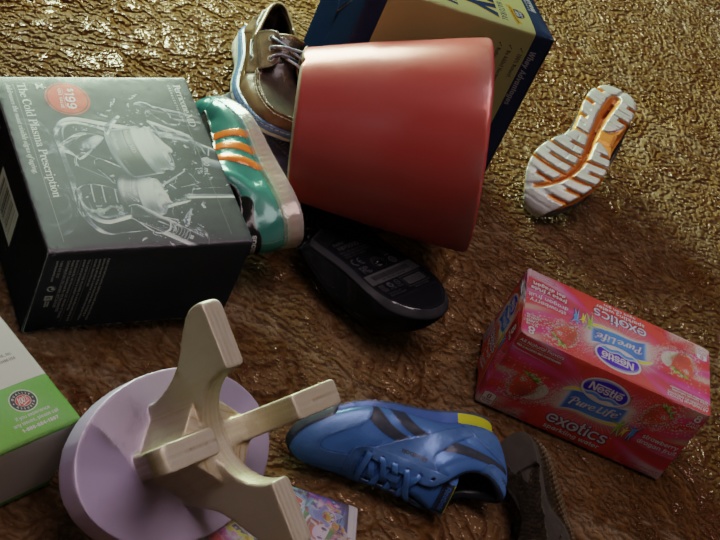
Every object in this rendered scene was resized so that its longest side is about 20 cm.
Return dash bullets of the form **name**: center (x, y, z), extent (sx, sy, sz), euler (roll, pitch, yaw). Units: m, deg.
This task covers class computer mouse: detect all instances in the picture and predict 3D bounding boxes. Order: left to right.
- **computer mouse**: center (0.000, 0.000, 1.452), extent (0.138, 0.053, 0.200), euler (-16, 46, -44)

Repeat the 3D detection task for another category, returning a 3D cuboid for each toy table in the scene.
- **toy table**: center (-0.110, 0.123, 1.122), extent (0.200, 0.117, 0.185), euler (-36, 100, -50)

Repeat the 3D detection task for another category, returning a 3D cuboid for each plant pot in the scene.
- **plant pot**: center (0.025, -0.127, 1.446), extent (0.176, 0.202, 0.201), euler (7, 41, 0)

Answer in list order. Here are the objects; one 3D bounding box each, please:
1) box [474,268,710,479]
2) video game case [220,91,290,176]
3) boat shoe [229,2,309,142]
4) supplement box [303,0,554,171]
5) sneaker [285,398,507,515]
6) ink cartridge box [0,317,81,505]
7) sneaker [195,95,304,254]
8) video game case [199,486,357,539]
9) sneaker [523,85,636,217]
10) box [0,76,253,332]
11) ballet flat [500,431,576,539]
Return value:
- **box**: center (0.217, 0.097, 1.440), extent (0.199, 0.100, 0.096), euler (24, 38, -8)
- **video game case**: center (-0.137, -0.101, 1.494), extent (0.143, 0.019, 0.200), euler (43, 39, 15)
- **boat shoe**: center (-0.090, -0.209, 1.576), extent (0.072, 0.073, 0.201), euler (19, 32, -28)
- **supplement box**: center (0.055, -0.212, 1.583), extent (0.198, 0.201, 0.135), euler (13, 34, -21)
- **sneaker**: center (0.036, 0.159, 1.286), extent (0.199, 0.066, 0.079), euler (8, 47, -26)
- **ink cartridge box**: center (-0.325, 0.083, 1.121), extent (0.145, 0.084, 0.200), euler (-22, 62, -45)
- **sneaker**: center (-0.126, -0.091, 1.419), extent (0.079, 0.072, 0.200), euler (-11, 46, -27)
- **video game case**: center (-0.099, 0.210, 1.181), extent (0.199, 0.018, 0.144), euler (20, 39, -13)
- **sneaker**: center (0.242, -0.119, 1.716), extent (0.078, 0.077, 0.200), euler (35, 56, 14)
- **box**: center (-0.216, -0.062, 1.317), extent (0.181, 0.104, 0.201), euler (-4, 52, -31)
- **ballet flat**: center (0.154, 0.223, 1.304), extent (0.046, 0.067, 0.201), euler (43, 24, -36)
